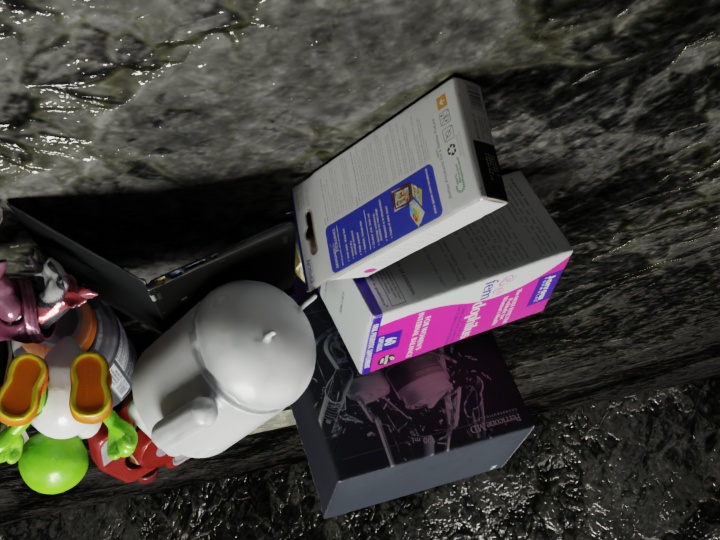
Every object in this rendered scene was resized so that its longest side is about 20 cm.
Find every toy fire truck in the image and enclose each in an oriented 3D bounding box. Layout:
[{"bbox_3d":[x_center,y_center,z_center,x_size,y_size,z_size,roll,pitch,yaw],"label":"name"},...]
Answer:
[{"bbox_3d":[-0.232,0.190,1.064,0.199,0.112,0.169,-30,144,-31],"label":"toy fire truck"}]

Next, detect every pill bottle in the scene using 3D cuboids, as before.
[{"bbox_3d":[-0.296,0.080,0.902,0.105,0.107,0.200,-8,162,-9],"label":"pill bottle"}]

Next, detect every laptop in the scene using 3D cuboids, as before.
[{"bbox_3d":[-0.169,-0.014,0.765,0.198,0.117,0.187,-25,166,-12],"label":"laptop"}]

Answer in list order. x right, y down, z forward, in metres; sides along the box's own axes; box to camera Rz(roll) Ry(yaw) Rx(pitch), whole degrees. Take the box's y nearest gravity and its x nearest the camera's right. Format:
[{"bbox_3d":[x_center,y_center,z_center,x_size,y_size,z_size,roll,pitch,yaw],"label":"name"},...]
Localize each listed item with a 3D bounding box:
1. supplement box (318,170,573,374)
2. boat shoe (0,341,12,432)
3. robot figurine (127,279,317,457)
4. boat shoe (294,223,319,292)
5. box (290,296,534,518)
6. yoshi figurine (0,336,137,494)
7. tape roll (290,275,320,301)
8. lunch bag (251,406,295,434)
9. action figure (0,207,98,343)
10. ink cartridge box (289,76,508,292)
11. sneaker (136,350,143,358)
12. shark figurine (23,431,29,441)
[{"bbox_3d":[0.074,0.000,0.787,0.198,0.104,0.102,-19,149,-18],"label":"supplement box"},{"bbox_3d":[-0.373,0.098,0.811,0.073,0.202,0.063,-29,135,1],"label":"boat shoe"},{"bbox_3d":[-0.115,0.083,0.736,0.113,0.170,0.200,44,126,-12],"label":"robot figurine"},{"bbox_3d":[0.000,-0.001,0.881,0.065,0.073,0.200,-13,158,24],"label":"boat shoe"},{"bbox_3d":[0.035,0.115,0.848,0.198,0.183,0.104,-12,151,-18],"label":"box"},{"bbox_3d":[-0.260,0.140,0.752,0.112,0.112,0.200,-41,175,-25],"label":"yoshi figurine"},{"bbox_3d":[-0.075,0.067,1.000,0.198,0.066,0.200,-10,163,-3],"label":"tape roll"},{"bbox_3d":[-0.142,0.172,1.263,0.198,0.119,0.164,-13,163,-8],"label":"lunch bag"},{"bbox_3d":[-0.310,0.033,0.700,0.198,0.151,0.134,0,159,15],"label":"action figure"},{"bbox_3d":[0.021,-0.058,0.674,0.037,0.096,0.199,6,156,-44],"label":"ink cartridge box"},{"bbox_3d":[-0.269,0.146,1.184,0.086,0.075,0.200,-8,167,-8],"label":"sneaker"},{"bbox_3d":[-0.531,0.191,1.170,0.212,0.090,0.129,-16,130,-10],"label":"shark figurine"}]
